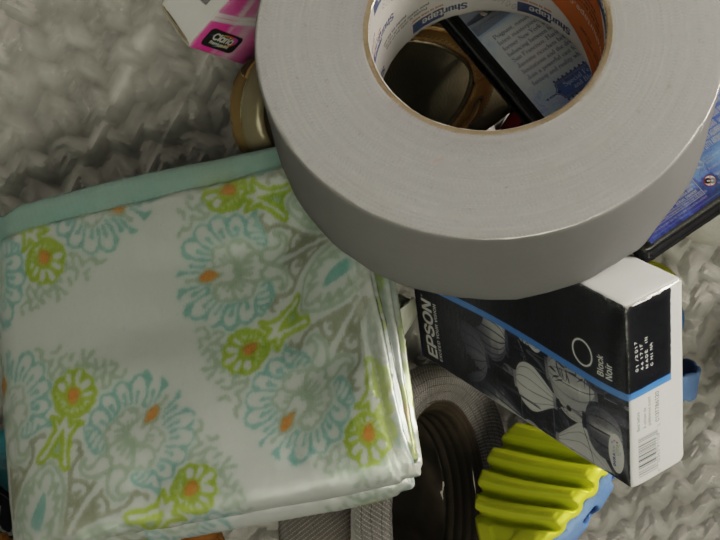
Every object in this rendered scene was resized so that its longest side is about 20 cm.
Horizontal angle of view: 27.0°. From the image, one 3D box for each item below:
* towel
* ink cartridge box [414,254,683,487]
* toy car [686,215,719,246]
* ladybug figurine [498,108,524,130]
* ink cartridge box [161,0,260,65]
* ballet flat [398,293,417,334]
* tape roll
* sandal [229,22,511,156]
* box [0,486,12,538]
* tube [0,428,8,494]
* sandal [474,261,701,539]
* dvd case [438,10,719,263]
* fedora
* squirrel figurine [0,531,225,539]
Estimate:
[{"bbox_3d":[-0.074,0.035,0.694,0.200,0.172,0.048,-12,157,12],"label":"towel"},{"bbox_3d":[0.074,0.018,0.733,0.039,0.200,0.100,-24,122,-26],"label":"ink cartridge box"},{"bbox_3d":[0.224,-0.078,0.816,0.200,0.177,0.184,-7,134,21],"label":"toy car"},{"bbox_3d":[0.105,-0.046,0.787,0.072,0.136,0.200,20,133,-11],"label":"ladybug figurine"},{"bbox_3d":[0.001,-0.177,0.718,0.200,0.037,0.095,-46,153,21],"label":"ink cartridge box"},{"bbox_3d":[0.000,0.000,0.812,0.068,0.068,0.200,0,100,-34],"label":"ballet flat"},{"bbox_3d":[0.056,-0.090,0.661,0.200,0.201,0.066,-18,156,-3],"label":"tape roll"},{"bbox_3d":[0.027,-0.096,0.757,0.200,0.054,0.080,-20,107,-34],"label":"sandal"},{"bbox_3d":[-0.209,0.233,0.869,0.132,0.115,0.200,-36,117,15],"label":"box"},{"bbox_3d":[-0.131,0.068,0.851,0.200,0.050,0.077,-42,110,16],"label":"tube"},{"bbox_3d":[0.143,0.096,0.880,0.200,0.079,0.087,-55,131,-11],"label":"sandal"},{"bbox_3d":[0.131,-0.115,0.714,0.143,0.200,0.018,-34,155,-4],"label":"dvd case"},{"bbox_3d":[0.014,0.145,0.863,0.090,0.200,0.177,-5,101,25],"label":"fedora"},{"bbox_3d":[-0.145,0.189,0.729,0.200,0.141,0.187,26,79,-32],"label":"squirrel figurine"}]
